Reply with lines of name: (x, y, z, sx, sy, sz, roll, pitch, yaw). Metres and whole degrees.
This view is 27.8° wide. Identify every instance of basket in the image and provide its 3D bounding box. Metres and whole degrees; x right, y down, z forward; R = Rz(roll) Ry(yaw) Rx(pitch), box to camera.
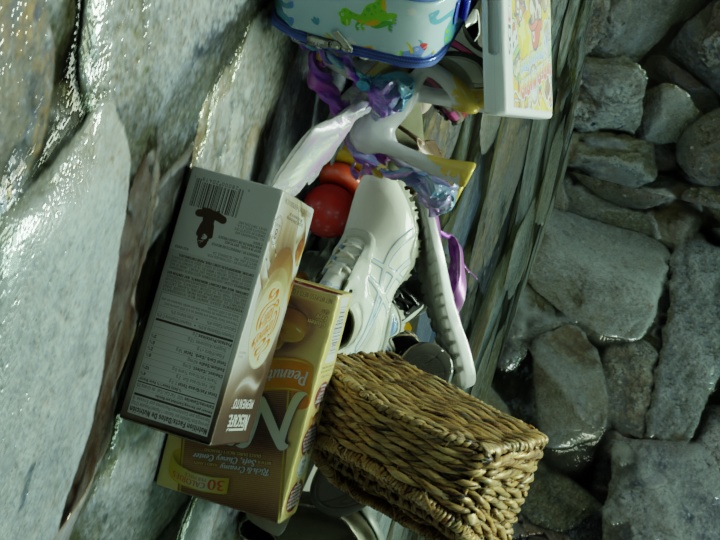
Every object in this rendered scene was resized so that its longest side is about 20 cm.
basket: (0.037, 0.176, 1.273, 0.143, 0.200, 0.149, -2, 115, -57)

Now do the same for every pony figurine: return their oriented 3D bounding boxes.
pony figurine: (0.011, -0.132, 1.307, 0.193, 0.200, 0.167, -63, 179, 25)

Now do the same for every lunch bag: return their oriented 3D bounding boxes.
lunch bag: (0.025, -0.252, 1.206, 0.200, 0.161, 0.083, -63, 163, -46)

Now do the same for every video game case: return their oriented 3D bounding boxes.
video game case: (0.136, -0.222, 1.243, 0.200, 0.023, 0.182, -15, 104, -72)

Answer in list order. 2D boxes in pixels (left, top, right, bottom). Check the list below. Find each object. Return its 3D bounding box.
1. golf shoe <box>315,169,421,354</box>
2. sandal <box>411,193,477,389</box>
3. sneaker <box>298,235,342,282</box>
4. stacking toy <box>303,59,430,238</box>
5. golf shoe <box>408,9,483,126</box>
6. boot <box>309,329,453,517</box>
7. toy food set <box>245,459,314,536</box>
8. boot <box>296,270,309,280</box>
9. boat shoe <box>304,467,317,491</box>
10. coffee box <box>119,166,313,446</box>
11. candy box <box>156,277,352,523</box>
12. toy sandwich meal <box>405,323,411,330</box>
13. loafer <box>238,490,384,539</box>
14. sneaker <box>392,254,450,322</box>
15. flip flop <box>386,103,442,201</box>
golf shoe: (0.000, 0.000, 1.396, 0.097, 0.078, 0.200, -4, 102, -50)
sandal: (0.091, 0.016, 1.445, 0.082, 0.050, 0.203, -145, -139, -73)
sneaker: (-0.010, 0.001, 1.545, 0.200, 0.086, 0.078, -56, 159, -56)
stacking toy: (-0.002, -0.118, 1.479, 0.085, 0.085, 0.200, 81, 33, -63)
golf shoe: (0.074, -0.225, 1.412, 0.092, 0.200, 0.073, -39, 142, 3)
boot: (0.014, 0.148, 1.482, 0.200, 0.073, 0.151, -58, -169, 3)
toy food set: (-0.058, 0.169, 1.454, 0.200, 0.060, 0.144, -111, -135, -80)
boot: (-0.091, 0.104, 1.377, 0.155, 0.077, 0.200, -55, 150, -68)
boat shoe: (-0.071, 0.234, 1.627, 0.069, 0.072, 0.200, -100, -169, -65)
coffee box: (-0.110, 0.031, 1.140, 0.114, 0.080, 0.200, 24, 82, -78)
candy box: (-0.090, 0.100, 1.234, 0.055, 0.115, 0.200, 1, 104, -77)
toy sandwich meal: (0.018, 0.101, 1.842, 0.205, 0.070, 0.205, 16, 90, -78)
loafer: (-0.054, 0.270, 1.506, 0.070, 0.200, 0.075, -40, 111, -34)
sneaker: (0.024, 0.046, 1.569, 0.066, 0.200, 0.091, 48, 40, -21)
flip flop: (0.055, -0.099, 1.453, 0.081, 0.058, 0.200, -47, 143, -36)
